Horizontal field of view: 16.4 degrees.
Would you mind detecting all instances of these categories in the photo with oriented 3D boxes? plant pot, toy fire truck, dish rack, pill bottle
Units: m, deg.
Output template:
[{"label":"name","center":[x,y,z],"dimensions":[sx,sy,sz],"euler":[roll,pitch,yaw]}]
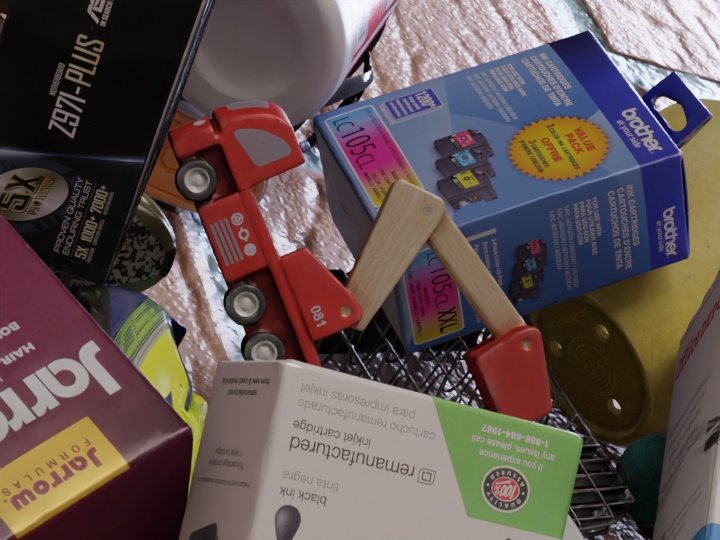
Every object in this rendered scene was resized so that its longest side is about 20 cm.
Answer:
[{"label":"plant pot","center":[0.177,0.022,1.430],"dimensions":[0.141,0.201,0.200],"euler":[-30,62,-30]},{"label":"toy fire truck","center":[0.000,0.000,1.239],"dimensions":[0.049,0.140,0.201],"euler":[-164,-127,-85]},{"label":"dish rack","center":[0.053,0.076,1.350],"dimensions":[0.153,0.055,0.201],"euler":[-1,45,-39]},{"label":"pill bottle","center":[-0.037,-0.166,1.430],"dimensions":[0.112,0.113,0.200],"euler":[31,30,0]}]

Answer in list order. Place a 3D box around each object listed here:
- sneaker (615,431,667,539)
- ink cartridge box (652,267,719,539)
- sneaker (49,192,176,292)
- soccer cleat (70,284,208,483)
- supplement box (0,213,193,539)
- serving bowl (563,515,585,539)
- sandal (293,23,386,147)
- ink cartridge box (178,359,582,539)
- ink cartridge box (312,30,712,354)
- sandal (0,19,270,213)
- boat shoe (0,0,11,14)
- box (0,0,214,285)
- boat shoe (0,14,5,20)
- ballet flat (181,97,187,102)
[{"label":"sneaker","center":[0.212,0.165,1.338],"dimensions":[0.200,0.072,0.080],"euler":[40,28,12]},{"label":"ink cartridge box","center":[0.199,0.109,1.246],"dimensions":[0.085,0.147,0.201],"euler":[13,64,0]},{"label":"sneaker","center":[-0.189,-0.023,1.247],"dimensions":[0.198,0.077,0.089],"euler":[15,16,-10]},{"label":"soccer cleat","center":[-0.099,0.081,1.200],"dimensions":[0.083,0.065,0.201],"euler":[18,33,-27]},{"label":"supplement box","center":[-0.184,0.060,1.079],"dimensions":[0.130,0.104,0.200],"euler":[-32,63,-29]},{"label":"serving bowl","center":[0.037,0.149,1.169],"dimensions":[0.199,0.066,0.201],"euler":[15,47,-17]},{"label":"sandal","center":[-0.032,-0.097,1.512],"dimensions":[0.043,0.076,0.200],"euler":[32,41,6]},{"label":"ink cartridge box","center":[-0.004,0.151,1.045],"dimensions":[0.145,0.202,0.084],"euler":[15,-8,-23]},{"label":"ink cartridge box","center":[0.090,-0.050,1.351],"dimensions":[0.198,0.077,0.137],"euler":[-17,39,-11]},{"label":"sandal","center":[-0.139,-0.072,1.372],"dimensions":[0.205,0.079,0.059],"euler":[20,29,-20]},{"label":"boat shoe","center":[-0.222,-0.182,1.376],"dimensions":[0.199,0.074,0.063],"euler":[14,9,24]},{"label":"box","center":[-0.123,-0.114,1.213],"dimensions":[0.086,0.165,0.200],"euler":[21,25,-5]},{"label":"boat shoe","center":[-0.206,-0.126,1.406],"dimensions":[0.199,0.062,0.073],"euler":[18,34,-20]},{"label":"ballet flat","center":[-0.085,-0.122,1.511],"dimensions":[0.057,0.067,0.200],"euler":[27,23,7]}]
